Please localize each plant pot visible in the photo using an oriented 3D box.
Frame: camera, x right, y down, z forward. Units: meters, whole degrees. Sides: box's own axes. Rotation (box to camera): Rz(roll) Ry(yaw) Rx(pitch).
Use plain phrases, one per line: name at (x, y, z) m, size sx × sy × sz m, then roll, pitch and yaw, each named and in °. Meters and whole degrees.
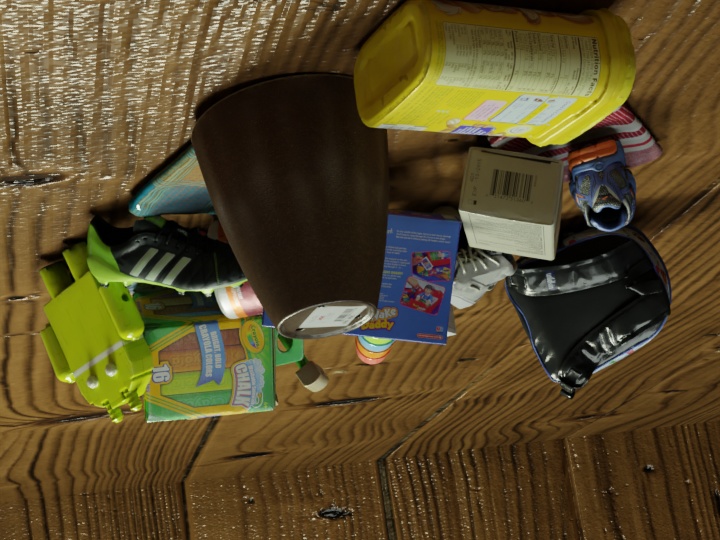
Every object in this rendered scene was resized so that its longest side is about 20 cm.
plant pot at (-0.048, -0.047, 1.397) m, size 0.185 × 0.201 × 0.187 m, roll -11°, pitch 159°, yaw -4°

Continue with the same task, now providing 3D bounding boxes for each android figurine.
android figurine at (-0.302, 0.074, 1.734) m, size 0.041 × 0.201 × 0.182 m, roll -18°, pitch 173°, yaw -43°

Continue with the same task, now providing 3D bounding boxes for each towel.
towel at (-0.137, -0.095, 1.555) m, size 0.146 × 0.022 × 0.200 m, roll 1°, pitch 162°, yaw -32°
towel at (0.230, -0.133, 1.611) m, size 0.143 × 0.023 × 0.200 m, roll -15°, pitch 163°, yaw 21°

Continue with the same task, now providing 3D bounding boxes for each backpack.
backpack at (0.305, 0.032, 1.959) m, size 0.190 × 0.201 × 0.154 m, roll -24°, pitch -169°, yaw 25°

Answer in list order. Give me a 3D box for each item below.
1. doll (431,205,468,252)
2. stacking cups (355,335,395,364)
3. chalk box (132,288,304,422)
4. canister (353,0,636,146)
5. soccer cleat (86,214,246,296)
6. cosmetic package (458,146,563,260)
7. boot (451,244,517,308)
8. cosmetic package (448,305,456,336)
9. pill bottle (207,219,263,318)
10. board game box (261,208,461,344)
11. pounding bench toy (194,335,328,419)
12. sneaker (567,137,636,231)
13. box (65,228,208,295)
doll at (0.087, -0.029, 1.861) m, size 0.135 × 0.049 × 0.200 m, roll -10°, pitch 165°, yaw -12°
stacking cups at (0.018, 0.066, 1.809) m, size 0.060 × 0.061 × 0.200 m, roll -6°, pitch 166°, yaw -8°
chalk box at (-0.163, 0.092, 1.796) m, size 0.198 × 0.125 × 0.124 m, roll -5°, pitch -160°, yaw -11°
canister at (0.111, -0.169, 1.296) m, size 0.199 × 0.087 × 0.148 m, roll 1°, pitch 162°, yaw -27°
soccer cleat at (-0.200, -0.021, 1.621) m, size 0.198 × 0.082 × 0.068 m, roll 2°, pitch -154°, yaw 12°
cosmetic package at (0.165, -0.070, 1.639) m, size 0.104 × 0.072 × 0.200 m, roll 10°, pitch 172°, yaw 7°
boot at (0.117, -0.013, 1.775) m, size 0.095 × 0.074 × 0.200 m, roll -34°, pitch 161°, yaw 15°
cosmetic package at (0.057, 0.040, 2.033) m, size 0.050 × 0.083 × 0.200 m, roll -17°, pitch 162°, yaw 28°
pill bottle at (-0.063, -0.017, 1.699) m, size 0.198 × 0.115 × 0.114 m, roll -10°, pitch 165°, yaw 6°
board game box at (0.000, 0.000, 1.620) m, size 0.198 × 0.136 × 0.045 m, roll 6°, pitch -171°, yaw -5°
pounding bench toy at (-0.148, 0.091, 1.966) m, size 0.198 × 0.157 × 0.124 m, roll -9°, pitch 164°, yaw 3°
sneaker at (0.263, -0.075, 1.647) m, size 0.075 × 0.079 × 0.200 m, roll -13°, pitch 163°, yaw 15°
box at (-0.243, 0.004, 1.824) m, size 0.199 × 0.038 × 0.136 m, roll -15°, pitch 164°, yaw 21°
